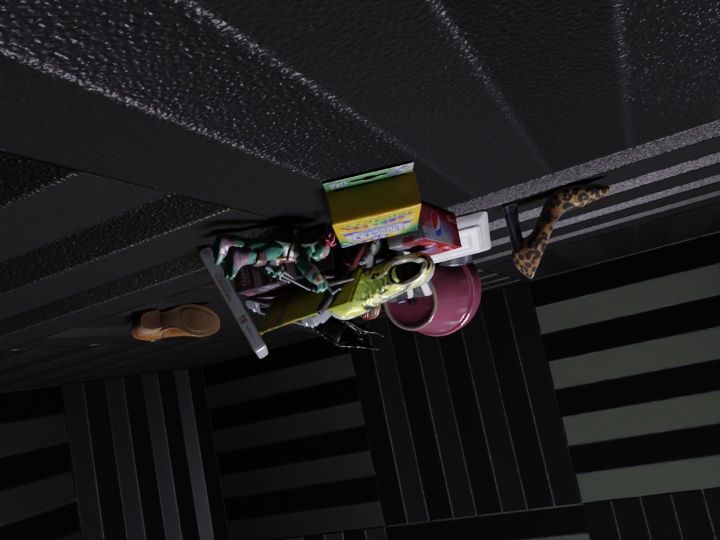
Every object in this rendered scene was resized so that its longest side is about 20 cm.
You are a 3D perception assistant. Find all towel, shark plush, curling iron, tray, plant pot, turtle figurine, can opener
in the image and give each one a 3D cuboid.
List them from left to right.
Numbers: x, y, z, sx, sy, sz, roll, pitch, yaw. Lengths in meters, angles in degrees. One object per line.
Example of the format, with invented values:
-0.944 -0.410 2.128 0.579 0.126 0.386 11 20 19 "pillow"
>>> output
-0.114 -0.020 0.963 0.196 0.103 0.149 3 -179 -30 "turtle figurine"
-0.085 0.054 1.078 0.197 0.018 0.087 -20 -148 30 "towel"
-0.015 -0.012 1.040 0.201 0.025 0.049 -53 -168 -21 "curling iron"
0.000 0.000 1.283 0.089 0.085 0.200 -11 168 -5 "shark plush"
0.141 0.050 1.381 0.197 0.204 0.178 -17 177 31 "plant pot"
0.138 -0.047 1.293 0.195 0.081 0.063 -1 177 -10 "can opener"
0.156 -0.050 1.244 0.196 0.022 0.108 -14 136 6 "tray"

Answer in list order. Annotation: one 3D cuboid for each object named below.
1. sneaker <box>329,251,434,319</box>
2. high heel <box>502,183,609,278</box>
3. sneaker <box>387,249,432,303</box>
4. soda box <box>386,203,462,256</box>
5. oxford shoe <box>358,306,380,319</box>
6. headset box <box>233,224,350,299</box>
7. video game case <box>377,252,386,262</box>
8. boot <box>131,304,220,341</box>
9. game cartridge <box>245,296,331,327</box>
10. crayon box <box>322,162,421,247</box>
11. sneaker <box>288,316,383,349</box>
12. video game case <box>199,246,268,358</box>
0.031 0.017 1.074 0.197 0.076 0.076 -28 170 0 "sneaker"
0.370 -0.073 1.176 0.196 0.146 0.071 -15 171 20 "high heel"
0.061 0.000 1.202 0.110 0.074 0.201 -19 139 10 "sneaker"
0.111 -0.069 1.104 0.069 0.065 0.199 -15 171 25 "soda box"
-0.030 0.039 1.300 0.197 0.072 0.073 24 -151 32 "oxford shoe"
-0.123 -0.007 1.114 0.196 0.077 0.148 -15 170 12 "headset box"
-0.057 -0.010 1.381 0.141 0.019 0.198 -21 167 40 "video game case"
-0.452 0.139 1.546 0.196 0.078 0.155 -4 166 -30 "boot"
-0.114 0.040 1.213 0.197 0.041 0.133 9 -141 41 "game cartridge"
0.020 -0.086 0.907 0.123 0.053 0.200 -13 171 2 "crayon box"
-0.060 0.106 1.247 0.197 0.061 0.104 20 -178 -26 "sneaker"
-0.212 0.062 1.088 0.023 0.184 0.200 -30 174 -12 "video game case"
